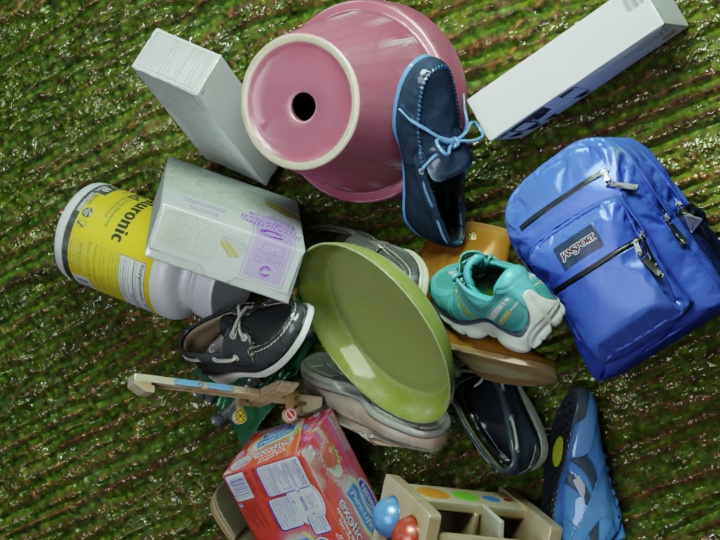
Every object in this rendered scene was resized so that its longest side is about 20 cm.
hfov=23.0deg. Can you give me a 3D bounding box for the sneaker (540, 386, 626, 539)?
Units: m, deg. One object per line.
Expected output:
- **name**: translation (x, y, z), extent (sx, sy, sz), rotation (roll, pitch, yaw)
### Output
- **sneaker**: translation (0.218, 0.214, 1.702), extent (0.078, 0.066, 0.202), rotation (7, 89, -9)

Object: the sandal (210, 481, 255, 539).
- **sandal**: translation (-0.098, 0.326, 1.876), extent (0.212, 0.077, 0.070), rotation (58, 147, 18)

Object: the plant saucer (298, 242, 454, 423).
- **plant saucer**: translation (0.021, 0.052, 1.658), extent (0.200, 0.031, 0.201), rotation (37, 148, 27)

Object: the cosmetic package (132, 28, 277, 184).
- **cosmetic package**: translation (-0.146, -0.161, 1.761), extent (0.082, 0.200, 0.051), rotation (27, 78, 25)

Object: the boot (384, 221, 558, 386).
- **boot**: translation (0.122, 0.026, 1.684), extent (0.200, 0.071, 0.145), rotation (11, 68, 37)

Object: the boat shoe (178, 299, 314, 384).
- **boat shoe**: translation (-0.115, 0.063, 1.741), extent (0.200, 0.060, 0.074), rotation (-19, 42, 58)

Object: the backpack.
- **backpack**: translation (0.231, -0.024, 1.606), extent (0.162, 0.168, 0.201), rotation (-33, 79, 18)

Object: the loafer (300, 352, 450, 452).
- **loafer**: translation (0.016, 0.143, 1.777), extent (0.199, 0.072, 0.063), rotation (26, 125, 43)

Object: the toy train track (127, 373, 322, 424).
- **toy train track**: translation (-0.133, 0.131, 1.751), extent (0.115, 0.199, 0.033), rotation (149, 126, -60)

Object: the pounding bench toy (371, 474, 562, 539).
- **pounding bench toy**: translation (0.080, 0.314, 1.692), extent (0.124, 0.155, 0.201), rotation (-148, 68, -68)

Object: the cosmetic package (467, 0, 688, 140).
- **cosmetic package**: translation (0.203, -0.193, 1.649), extent (0.200, 0.082, 0.051), rotation (-34, 82, 26)

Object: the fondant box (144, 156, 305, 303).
- **fondant box**: translation (-0.132, -0.042, 1.727), extent (0.143, 0.200, 0.059), rotation (19, 105, -9)

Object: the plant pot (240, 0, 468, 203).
- **plant pot**: translation (-0.018, -0.164, 1.709), extent (0.199, 0.179, 0.202), rotation (2, 95, 26)

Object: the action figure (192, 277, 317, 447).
- **action figure**: translation (-0.095, 0.075, 1.843), extent (0.200, 0.055, 0.118), rotation (-50, 60, 17)

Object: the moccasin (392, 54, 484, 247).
- **moccasin**: translation (0.080, -0.111, 1.659), extent (0.068, 0.080, 0.201), rotation (35, 148, 38)

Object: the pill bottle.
- **pill bottle**: translation (-0.214, -0.013, 1.860), extent (0.199, 0.111, 0.112), rotation (20, 104, 25)

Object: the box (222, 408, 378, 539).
- **box**: translation (-0.041, 0.255, 1.780), extent (0.099, 0.096, 0.201), rotation (-19, 105, 27)

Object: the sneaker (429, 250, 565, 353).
- **sneaker**: translation (0.115, 0.013, 1.582), extent (0.078, 0.200, 0.080), rotation (-44, 110, -13)

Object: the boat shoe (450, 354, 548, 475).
- **boat shoe**: translation (0.111, 0.111, 1.730), extent (0.075, 0.062, 0.201), rotation (-34, 72, 31)

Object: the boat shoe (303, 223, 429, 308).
- **boat shoe**: translation (0.000, -0.001, 1.723), extent (0.201, 0.066, 0.072), rotation (33, 106, 61)
